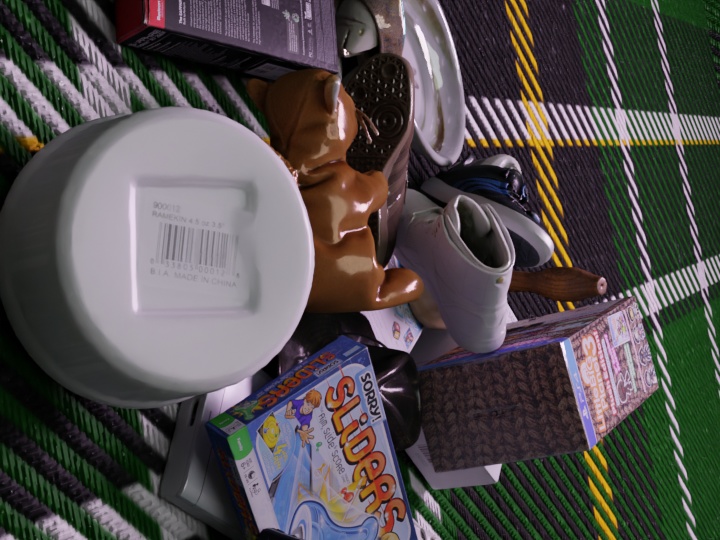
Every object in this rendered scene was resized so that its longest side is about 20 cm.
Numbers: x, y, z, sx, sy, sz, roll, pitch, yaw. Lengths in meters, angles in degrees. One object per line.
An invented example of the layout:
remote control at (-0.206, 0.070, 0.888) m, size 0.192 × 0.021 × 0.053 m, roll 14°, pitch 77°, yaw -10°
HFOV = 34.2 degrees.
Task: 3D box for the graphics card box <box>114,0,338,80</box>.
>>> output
graphics card box at (-0.106, -0.230, 0.947) m, size 0.199 × 0.051 × 0.127 m, roll 4°, pitch 77°, yaw -43°

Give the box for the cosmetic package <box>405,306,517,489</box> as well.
cosmetic package at (0.107, 0.115, 1.229) m, size 0.113 × 0.081 × 0.201 m, roll 54°, pitch 40°, yaw -33°

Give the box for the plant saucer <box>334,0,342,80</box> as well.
plant saucer at (0.007, -0.203, 1.202) m, size 0.200 × 0.032 × 0.202 m, roll 28°, pitch 58°, yaw -56°

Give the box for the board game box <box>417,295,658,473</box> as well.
board game box at (0.168, 0.105, 1.104) m, size 0.200 × 0.158 × 0.098 m, roll -19°, pitch 93°, yaw -56°

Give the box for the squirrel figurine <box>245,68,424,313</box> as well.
squirrel figurine at (-0.055, -0.063, 0.923) m, size 0.199 × 0.141 × 0.189 m, roll -13°, pitch 107°, yaw -49°

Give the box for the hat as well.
hat at (0.007, 0.112, 0.998) m, size 0.200 × 0.080 × 0.203 m, roll 16°, pitch 71°, yaw -58°

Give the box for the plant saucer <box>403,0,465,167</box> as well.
plant saucer at (0.051, -0.201, 1.185) m, size 0.200 × 0.050 × 0.202 m, roll -10°, pitch 90°, yaw -68°

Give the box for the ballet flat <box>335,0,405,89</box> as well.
ballet flat at (0.003, -0.186, 1.062) m, size 0.067 × 0.068 × 0.202 m, roll -23°, pitch 118°, yaw -37°

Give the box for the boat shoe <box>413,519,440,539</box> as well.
boat shoe at (0.061, 0.282, 1.113) m, size 0.201 × 0.065 × 0.072 m, roll 63°, pitch 34°, yaw -29°

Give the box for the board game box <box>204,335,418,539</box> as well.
board game box at (-0.032, 0.170, 0.911) m, size 0.135 × 0.034 × 0.201 m, roll -32°, pitch 121°, yaw -28°

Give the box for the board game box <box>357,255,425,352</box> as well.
board game box at (0.000, 0.000, 1.123) m, size 0.126 × 0.034 × 0.201 m, roll -53°, pitch 127°, yaw -51°

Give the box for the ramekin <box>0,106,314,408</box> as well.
ramekin at (-0.126, -0.010, 0.762) m, size 0.199 × 0.097 × 0.203 m, roll 3°, pitch 84°, yaw -32°

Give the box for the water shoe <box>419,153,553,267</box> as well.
water shoe at (0.129, -0.068, 1.108) m, size 0.079 × 0.200 × 0.072 m, roll -41°, pitch 123°, yaw -10°

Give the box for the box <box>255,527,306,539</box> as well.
box at (-0.034, 0.330, 0.829) m, size 0.201 × 0.123 × 0.199 m, roll -55°, pitch 131°, yaw -29°

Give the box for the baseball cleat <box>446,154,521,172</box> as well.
baseball cleat at (0.094, -0.048, 1.271) m, size 0.200 × 0.106 × 0.070 m, roll -44°, pitch 113°, yaw -21°

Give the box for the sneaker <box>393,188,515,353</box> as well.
sneaker at (0.082, -0.036, 1.053) m, size 0.116 × 0.073 × 0.200 m, roll 95°, pitch -29°, yaw -44°

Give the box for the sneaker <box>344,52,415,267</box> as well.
sneaker at (0.011, -0.092, 1.051) m, size 0.075 × 0.070 × 0.202 m, roll -6°, pitch 109°, yaw -75°

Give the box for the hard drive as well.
hard drive at (-0.078, 0.157, 0.948) m, size 0.200 × 0.026 × 0.133 m, roll 46°, pitch 44°, yaw -46°

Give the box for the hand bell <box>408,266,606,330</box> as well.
hand bell at (0.147, 0.010, 1.118) m, size 0.104 × 0.199 × 0.105 m, roll -1°, pitch 92°, yaw -43°
